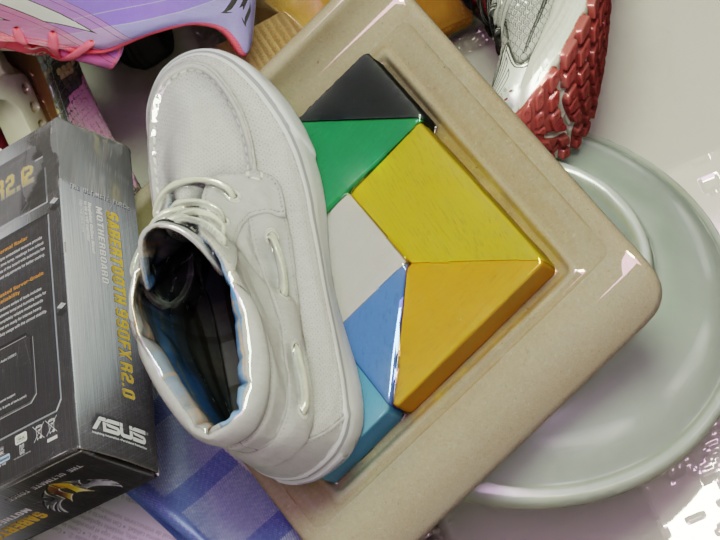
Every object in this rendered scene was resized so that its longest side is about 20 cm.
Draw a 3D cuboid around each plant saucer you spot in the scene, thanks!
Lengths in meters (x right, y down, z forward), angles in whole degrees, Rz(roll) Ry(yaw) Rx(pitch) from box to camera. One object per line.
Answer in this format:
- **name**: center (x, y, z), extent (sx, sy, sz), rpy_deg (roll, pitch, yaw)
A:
- **plant saucer**: center (0.072, 0.006, 1.286), extent (0.200, 0.050, 0.200), rpy_deg (2, 56, -3)

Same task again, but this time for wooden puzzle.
- **wooden puzzle**: center (0.000, 0.000, 1.241), extent (0.185, 0.037, 0.200), rpy_deg (-44, 67, 8)

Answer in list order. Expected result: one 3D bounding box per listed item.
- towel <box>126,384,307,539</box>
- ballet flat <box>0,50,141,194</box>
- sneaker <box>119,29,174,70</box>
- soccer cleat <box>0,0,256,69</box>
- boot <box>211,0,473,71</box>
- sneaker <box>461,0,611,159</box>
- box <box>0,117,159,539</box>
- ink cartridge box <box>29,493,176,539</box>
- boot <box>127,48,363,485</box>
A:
- **towel**: center (-0.025, 0.044, 1.298), extent (0.147, 0.024, 0.200), rpy_deg (39, 62, 21)
- **ballet flat**: center (-0.162, -0.084, 1.335), extent (0.069, 0.071, 0.200), rpy_deg (-24, 92, 36)
- **sneaker**: center (-0.177, -0.158, 1.401), extent (0.104, 0.060, 0.200), rpy_deg (-34, 77, 9)
- **soccer cleat**: center (-0.143, -0.117, 1.276), extent (0.200, 0.067, 0.077), rpy_deg (-8, 106, 2)
- **boot**: center (-0.044, -0.173, 1.356), extent (0.144, 0.071, 0.201), rpy_deg (-30, 90, -27)
- **sneaker**: center (0.073, -0.125, 1.326), extent (0.082, 0.078, 0.200), rpy_deg (4, 46, 7)
- **box**: center (-0.178, 0.047, 1.278), extent (0.200, 0.048, 0.159), rpy_deg (-27, 56, 32)
- **ink cartridge box**: center (-0.109, 0.150, 1.300), extent (0.162, 0.050, 0.200), rpy_deg (21, 80, 13)
- **boot**: center (-0.058, -0.014, 1.201), extent (0.073, 0.096, 0.200), rpy_deg (-27, 66, 17)
